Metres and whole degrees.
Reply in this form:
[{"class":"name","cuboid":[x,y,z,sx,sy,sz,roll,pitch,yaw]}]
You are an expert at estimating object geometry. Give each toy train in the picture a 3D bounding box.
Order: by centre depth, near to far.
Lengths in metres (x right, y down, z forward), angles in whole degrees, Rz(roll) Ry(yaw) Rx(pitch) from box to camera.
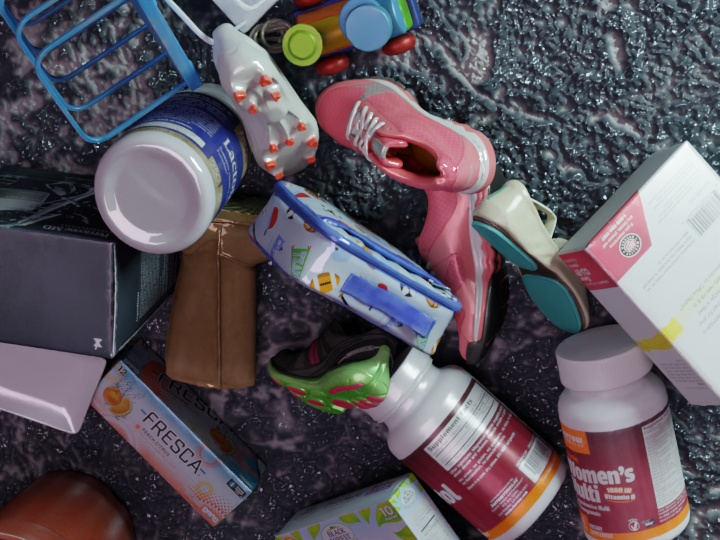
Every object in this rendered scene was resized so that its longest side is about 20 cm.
[{"class":"toy train","cuboid":[-0.049,-0.217,1.455,0.198,0.116,0.086,-15,105,17]}]

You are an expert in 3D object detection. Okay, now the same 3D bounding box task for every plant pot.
[{"class":"plant pot","cuboid":[-0.342,0.325,1.670,0.198,0.195,0.204,4,110,12]}]

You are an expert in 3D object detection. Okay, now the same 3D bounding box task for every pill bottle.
[{"class":"pill bottle","cuboid":[-0.168,-0.104,1.476,0.114,0.200,0.117,5,115,10]},{"class":"pill bottle","cuboid":[0.254,0.163,1.524,0.108,0.110,0.202,-10,107,16]},{"class":"pill bottle","cuboid":[0.101,0.170,1.560,0.200,0.113,0.113,42,113,-3]}]

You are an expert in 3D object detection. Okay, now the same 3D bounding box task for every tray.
[{"class":"tray","cuboid":[-0.369,0.094,1.605,0.198,0.022,0.108,21,119,-11]}]

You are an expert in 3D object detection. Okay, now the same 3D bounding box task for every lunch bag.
[{"class":"lunch bag","cuboid":[0.000,0.000,1.455,0.199,0.160,0.076,28,96,-34]}]

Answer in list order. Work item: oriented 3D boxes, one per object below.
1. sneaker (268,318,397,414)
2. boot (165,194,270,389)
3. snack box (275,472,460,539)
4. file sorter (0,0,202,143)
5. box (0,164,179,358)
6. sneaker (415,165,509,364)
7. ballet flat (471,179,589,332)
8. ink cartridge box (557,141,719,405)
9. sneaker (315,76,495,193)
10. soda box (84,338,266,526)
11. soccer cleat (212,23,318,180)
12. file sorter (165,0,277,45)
[{"class":"sneaker","cuboid":[-0.022,0.093,1.555,0.076,0.084,0.199,37,158,-27]},{"class":"boot","cuboid":[-0.112,0.026,1.589,0.173,0.066,0.203,11,114,13]},{"class":"snack box","cuboid":[0.019,0.298,1.614,0.199,0.053,0.143,-27,101,47]},{"class":"file sorter","cuboid":[-0.257,-0.239,1.415,0.122,0.201,0.139,-33,144,-3]},{"class":"box","cuboid":[-0.302,-0.013,1.541,0.197,0.197,0.126,7,111,9]},{"class":"sneaker","cuboid":[0.098,-0.010,1.530,0.086,0.074,0.203,4,103,22]},{"class":"ballet flat","cuboid":[0.177,-0.016,1.485,0.069,0.070,0.200,-25,135,19]},{"class":"ink cartridge box","cuboid":[0.305,0.006,1.439,0.145,0.083,0.200,-44,96,-13]},{"class":"sneaker","cuboid":[0.029,-0.129,1.456,0.199,0.086,0.075,26,113,28]},{"class":"soda box","cuboid":[-0.196,0.172,1.655,0.068,0.064,0.200,-42,97,22]},{"class":"soccer cleat","cuboid":[-0.088,-0.158,1.461,0.069,0.200,0.078,-26,61,1]},{"class":"file sorter","cuboid":[-0.101,-0.326,1.425,0.200,0.125,0.139,-42,97,22]}]
